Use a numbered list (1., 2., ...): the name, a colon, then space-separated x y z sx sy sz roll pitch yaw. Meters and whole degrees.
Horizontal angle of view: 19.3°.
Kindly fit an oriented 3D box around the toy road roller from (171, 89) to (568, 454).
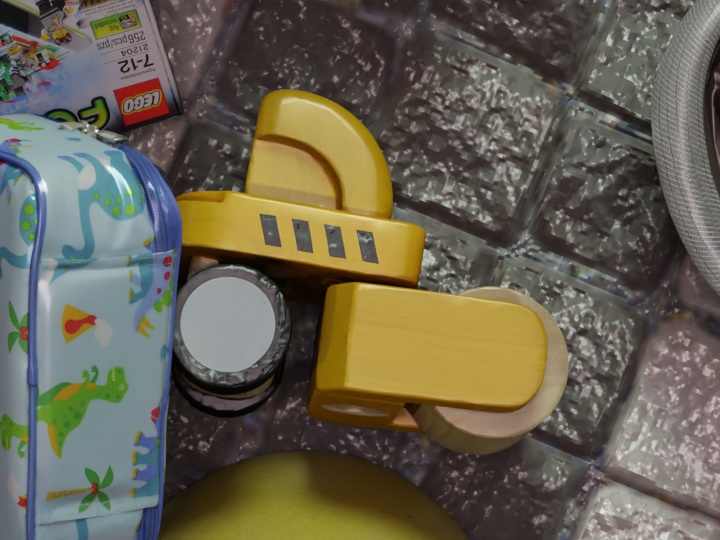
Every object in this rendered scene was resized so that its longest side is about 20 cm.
1. toy road roller: 0.000 0.000 0.999 0.199 0.123 0.146 10 79 -2

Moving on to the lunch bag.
1. lunch bag: -0.150 0.031 0.960 0.082 0.161 0.201 -5 104 -34

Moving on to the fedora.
1. fedora: 0.224 -0.056 1.020 0.176 0.090 0.201 -20 85 -4

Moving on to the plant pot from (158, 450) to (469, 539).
1. plant pot: -0.025 0.190 0.986 0.199 0.142 0.201 0 90 -3

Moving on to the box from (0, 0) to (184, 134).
1. box: -0.192 -0.095 0.997 0.199 0.035 0.110 -17 134 -2
